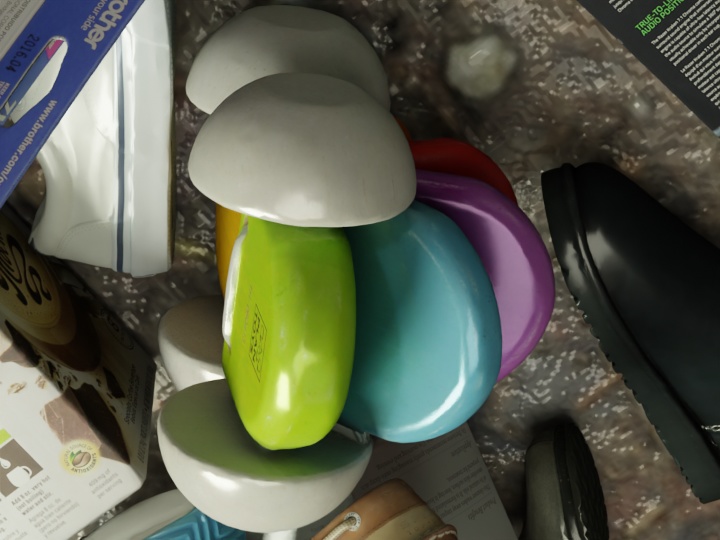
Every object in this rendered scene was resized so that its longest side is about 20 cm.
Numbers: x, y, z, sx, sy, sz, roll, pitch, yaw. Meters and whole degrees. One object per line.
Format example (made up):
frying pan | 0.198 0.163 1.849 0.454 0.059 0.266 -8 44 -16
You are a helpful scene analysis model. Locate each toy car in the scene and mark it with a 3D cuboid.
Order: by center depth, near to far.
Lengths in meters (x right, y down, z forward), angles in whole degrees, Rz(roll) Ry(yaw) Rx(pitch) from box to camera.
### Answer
toy car | 0.000 0.000 0.788 0.150 0.200 0.175 6 113 -8

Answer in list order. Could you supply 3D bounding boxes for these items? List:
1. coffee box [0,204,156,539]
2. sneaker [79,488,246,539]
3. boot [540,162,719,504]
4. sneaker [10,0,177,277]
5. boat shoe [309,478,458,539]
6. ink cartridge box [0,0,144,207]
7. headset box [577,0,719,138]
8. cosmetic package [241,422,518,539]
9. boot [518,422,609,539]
coffee box | -0.180 0.016 0.837 0.080 0.113 0.200 -37 111 12
sneaker | -0.136 0.150 0.857 0.200 0.081 0.077 -39 132 13
boot | 0.188 0.004 0.853 0.168 0.076 0.200 -24 123 17
sneaker | -0.111 -0.084 0.811 0.071 0.073 0.200 1 119 -4
boat shoe | -0.033 0.150 0.809 0.200 0.076 0.072 -36 74 26
ink cartridge box | -0.189 -0.094 0.745 0.200 0.119 0.042 24 156 16
headset box | 0.119 -0.140 0.719 0.200 0.174 0.093 40 112 -20
cosmetic package | 0.028 0.172 0.879 0.081 0.113 0.200 -23 87 33
boot | 0.054 0.168 0.957 0.131 0.068 0.200 -1 116 11
